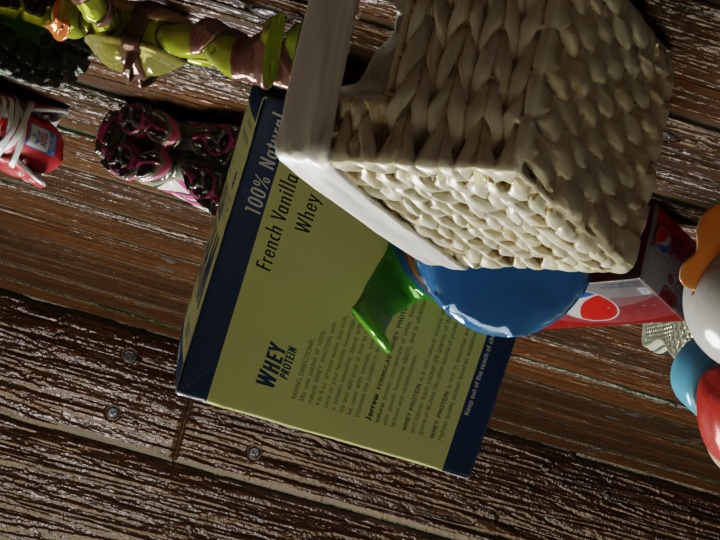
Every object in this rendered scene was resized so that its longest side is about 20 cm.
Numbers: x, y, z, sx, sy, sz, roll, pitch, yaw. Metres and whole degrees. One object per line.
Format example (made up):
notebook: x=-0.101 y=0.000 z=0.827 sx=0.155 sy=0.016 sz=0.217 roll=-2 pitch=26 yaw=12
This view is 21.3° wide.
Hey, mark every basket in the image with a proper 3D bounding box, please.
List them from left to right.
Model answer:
basket: x=0.065 y=-0.081 z=0.938 sx=0.123 sy=0.137 sz=0.200 roll=8 pitch=169 yaw=27

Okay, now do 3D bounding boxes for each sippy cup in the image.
sippy cup: x=0.081 y=-0.024 z=1.115 sx=0.139 sy=0.179 sz=0.130 roll=17 pitch=-167 yaw=-5

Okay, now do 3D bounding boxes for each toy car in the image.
toy car: x=0.290 y=0.029 z=1.293 sx=0.201 sy=0.176 sz=0.184 roll=62 pitch=175 yaw=-30

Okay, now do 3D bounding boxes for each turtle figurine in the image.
turtle figurine: x=-0.121 y=-0.139 z=1.115 sx=0.160 sy=0.065 sz=0.200 roll=13 pitch=171 yaw=14

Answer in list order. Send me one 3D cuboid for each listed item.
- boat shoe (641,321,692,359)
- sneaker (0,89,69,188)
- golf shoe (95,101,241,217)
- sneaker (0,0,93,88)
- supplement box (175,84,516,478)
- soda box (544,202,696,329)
boat shoe: x=0.279 y=0.043 z=1.565 sx=0.062 sy=0.075 sz=0.200 roll=10 pitch=176 yaw=-3
sneaker: x=-0.297 y=-0.118 z=1.531 sx=0.112 sy=0.072 sz=0.200 roll=19 pitch=179 yaw=3
golf shoe: x=-0.104 y=-0.077 z=1.467 sx=0.199 sy=0.073 sz=0.092 roll=24 pitch=-176 yaw=32
sneaker: x=-0.268 y=-0.162 z=1.188 sx=0.199 sy=0.079 sz=0.085 roll=23 pitch=173 yaw=-34
supplement box: x=0.000 y=0.000 z=1.253 sx=0.198 sy=0.201 sz=0.134 roll=16 pitch=-171 yaw=-8
soda box: x=0.144 y=0.001 z=1.412 sx=0.199 sy=0.064 sz=0.070 roll=-4 pitch=150 yaw=39
